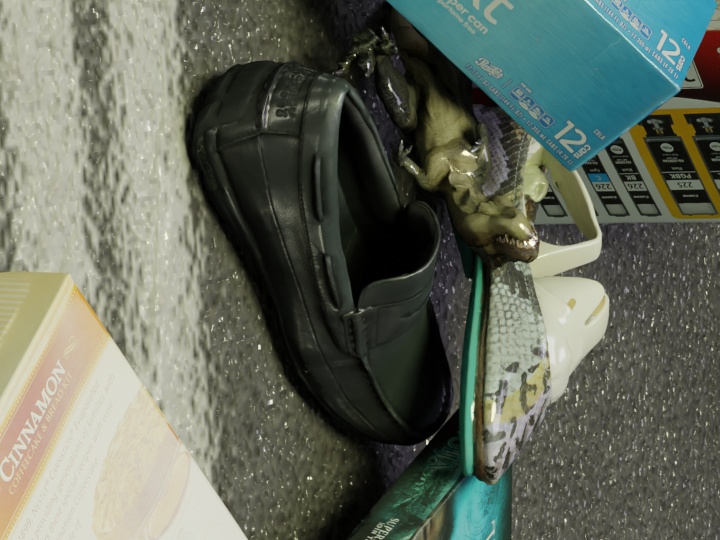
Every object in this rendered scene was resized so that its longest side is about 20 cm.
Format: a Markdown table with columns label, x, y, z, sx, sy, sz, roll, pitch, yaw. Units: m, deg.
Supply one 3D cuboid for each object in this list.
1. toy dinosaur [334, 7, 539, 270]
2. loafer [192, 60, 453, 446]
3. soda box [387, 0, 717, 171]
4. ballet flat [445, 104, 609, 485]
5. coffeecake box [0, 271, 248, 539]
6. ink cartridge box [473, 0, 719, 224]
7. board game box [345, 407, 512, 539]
| label | x | y | z | sx | sy | sz | roll | pitch | yaw |
| --- | --- | --- | --- | --- | --- | --- | --- | --- | --- |
| toy dinosaur | 0.025 | -0.083 | 0.969 | 0.088 | 0.047 | 0.201 | 54 | 17 | -42 |
| loafer | 0.000 | 0.000 | 0.943 | 0.068 | 0.070 | 0.201 | -64 | 142 | -36 |
| soda box | 0.041 | -0.136 | 0.917 | 0.200 | 0.068 | 0.064 | 42 | 44 | -12 |
| ballet flat | 0.070 | 0.002 | 0.998 | 0.201 | 0.072 | 0.072 | -92 | 159 | -43 |
| coffeecake box | -0.107 | 0.122 | 0.760 | 0.200 | 0.073 | 0.154 | 61 | 42 | -41 |
| ink cartridge box | 0.156 | -0.078 | 1.082 | 0.176 | 0.199 | 0.084 | 56 | 44 | -44 |
| board game box | 0.026 | 0.177 | 1.000 | 0.135 | 0.028 | 0.201 | -45 | 140 | -50 |
